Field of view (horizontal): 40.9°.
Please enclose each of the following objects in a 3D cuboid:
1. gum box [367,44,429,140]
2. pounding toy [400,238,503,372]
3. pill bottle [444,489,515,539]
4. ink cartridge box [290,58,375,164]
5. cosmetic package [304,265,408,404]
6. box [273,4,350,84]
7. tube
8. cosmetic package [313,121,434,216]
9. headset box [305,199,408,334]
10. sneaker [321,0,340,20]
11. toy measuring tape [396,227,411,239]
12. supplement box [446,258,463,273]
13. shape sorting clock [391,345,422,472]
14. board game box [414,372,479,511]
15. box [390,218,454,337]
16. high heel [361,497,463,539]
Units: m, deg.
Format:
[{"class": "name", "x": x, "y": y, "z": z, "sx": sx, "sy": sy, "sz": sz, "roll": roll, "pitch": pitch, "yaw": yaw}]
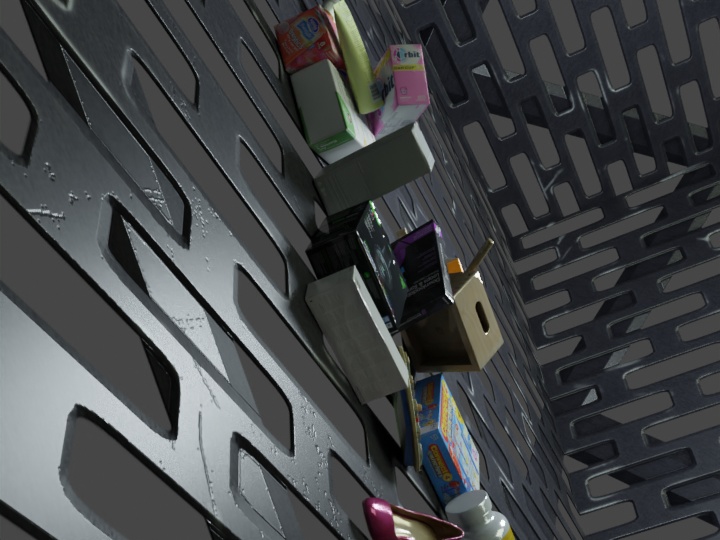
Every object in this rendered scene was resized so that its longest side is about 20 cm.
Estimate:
[{"class": "gum box", "x": 0.065, "y": -0.332, "z": 1.831, "sx": 0.200, "sy": 0.065, "sz": 0.116, "roll": 139, "pitch": -55, "yaw": -71}, {"class": "pounding toy", "x": 0.177, "y": 0.069, "z": 1.832, "sx": 0.142, "sy": 0.182, "sz": 0.203, "roll": -40, "pitch": 115, "yaw": -44}, {"class": "pill bottle", "x": 0.218, "y": 0.489, "z": 1.663, "sx": 0.112, "sy": 0.110, "sz": 0.204, "roll": -46, "pitch": 115, "yaw": -74}, {"class": "ink cartridge box", "x": -0.043, "y": -0.276, "z": 1.791, "sx": 0.200, "sy": 0.083, "sz": 0.148, "roll": 33, "pitch": 39, "yaw": -67}, {"class": "cosmetic package", "x": -0.003, "y": 0.098, "z": 1.442, "sx": 0.051, "sy": 0.081, "sz": 0.202, "roll": -86, "pitch": 153, "yaw": -63}, {"class": "box", "x": -0.072, "y": -0.400, "z": 1.817, "sx": 0.200, "sy": 0.101, "sz": 0.097, "roll": 31, "pitch": 40, "yaw": -69}, {"class": "tube", "x": -0.010, "y": -0.390, "z": 1.760, "sx": 0.058, "sy": 0.051, "sz": 0.204, "roll": 20, "pitch": -48, "yaw": 62}, {"class": "cosmetic package", "x": 0.025, "y": -0.175, "z": 1.676, "sx": 0.092, "sy": 0.197, "sz": 0.107, "roll": 65, "pitch": 16, "yaw": -12}, {"class": "headset box", "x": 0.000, "y": 0.000, "z": 1.561, "sx": 0.200, "sy": 0.091, "sz": 0.177, "roll": -66, "pitch": 134, "yaw": -71}, {"class": "sneaker", "x": -0.055, "y": -0.487, "z": 2.109, "sx": 0.085, "sy": 0.072, "sz": 0.202, "roll": -58, "pitch": 139, "yaw": -34}, {"class": "toy measuring tape", "x": 0.114, "y": -0.069, "z": 2.121, "sx": 0.200, "sy": 0.072, "sz": 0.075, "roll": 45, "pitch": 28, "yaw": -60}, {"class": "supplement box", "x": 0.176, "y": 0.043, "z": 2.054, "sx": 0.200, "sy": 0.072, "sz": 0.128, "roll": -171, "pitch": -121, "yaw": -81}, {"class": "shape sorting clock", "x": 0.080, "y": 0.224, "z": 1.570, "sx": 0.200, "sy": 0.038, "sz": 0.205, "roll": 174, "pitch": -90, "yaw": -85}, {"class": "board game box", "x": 0.159, "y": 0.326, "z": 1.776, "sx": 0.201, "sy": 0.055, "sz": 0.199, "roll": -76, "pitch": 144, "yaw": -65}, {"class": "box", "x": 0.097, "y": 0.012, "z": 1.797, "sx": 0.036, "sy": 0.141, "sz": 0.202, "roll": 42, "pitch": 28, "yaw": -37}, {"class": "high heel", "x": 0.073, "y": 0.353, "z": 1.344, "sx": 0.201, "sy": 0.094, "sz": 0.068, "roll": 54, "pitch": 21, "yaw": -46}]
